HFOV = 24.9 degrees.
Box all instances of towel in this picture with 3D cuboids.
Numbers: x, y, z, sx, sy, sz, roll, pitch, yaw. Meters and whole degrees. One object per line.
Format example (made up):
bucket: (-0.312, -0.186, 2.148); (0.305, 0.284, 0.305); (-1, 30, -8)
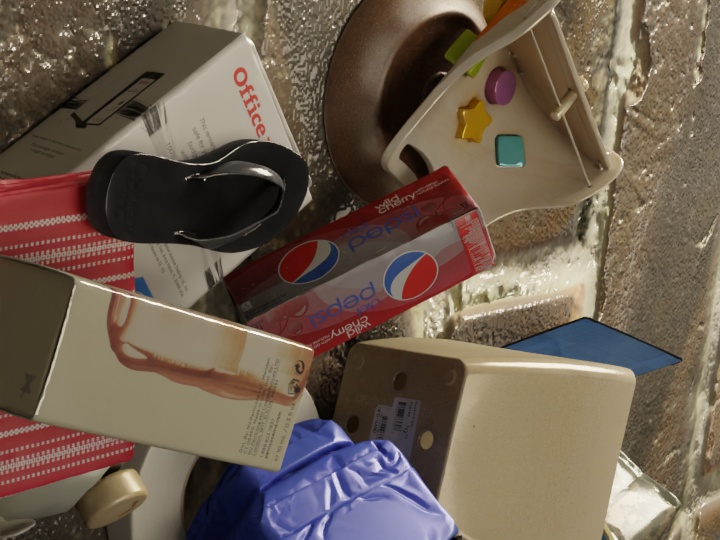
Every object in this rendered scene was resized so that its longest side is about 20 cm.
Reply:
towel: (-0.203, 0.039, 1.023); (0.144, 0.022, 0.201); (-12, 110, -41)

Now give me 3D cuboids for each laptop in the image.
laptop: (0.180, 0.141, 1.536); (0.187, 0.116, 0.201); (22, 88, -48)

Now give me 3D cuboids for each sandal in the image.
sandal: (-0.096, -0.044, 1.074); (0.200, 0.043, 0.076); (-11, 110, -54)

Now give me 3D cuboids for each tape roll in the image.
tape roll: (-0.112, 0.165, 1.289); (0.202, 0.037, 0.203); (-19, 118, -42)

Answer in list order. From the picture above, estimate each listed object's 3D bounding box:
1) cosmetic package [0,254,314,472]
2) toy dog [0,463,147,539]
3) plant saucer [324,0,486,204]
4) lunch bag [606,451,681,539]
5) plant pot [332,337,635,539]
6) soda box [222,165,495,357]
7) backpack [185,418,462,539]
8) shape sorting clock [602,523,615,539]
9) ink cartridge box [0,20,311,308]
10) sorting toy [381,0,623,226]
cosmetic package: (-0.138, 0.059, 1.006); (0.200, 0.103, 0.088); (19, 86, -47)
toy dog: (-0.228, 0.139, 1.094); (0.200, 0.132, 0.096); (-43, 170, -37)
plant saucer: (0.053, -0.145, 1.349); (0.200, 0.037, 0.201); (-19, 118, -41)
lunch bag: (0.206, 0.291, 1.617); (0.164, 0.118, 0.200); (-33, 153, -33)
plant pot: (0.080, 0.149, 1.362); (0.177, 0.200, 0.200); (20, 81, -43)
soda box: (0.000, 0.000, 1.262); (0.200, 0.070, 0.064); (-26, 128, -5)
backpack: (-0.044, 0.224, 1.238); (0.162, 0.168, 0.200); (-17, 149, -38)
shape sorting clock: (0.148, 0.264, 1.485); (0.039, 0.200, 0.201); (-26, 123, -49)
ink cartridge box: (-0.145, -0.057, 1.129); (0.200, 0.084, 0.146); (-43, 129, -28)
sorting toy: (0.098, -0.112, 1.319); (0.180, 0.107, 0.200); (-44, 135, -16)
